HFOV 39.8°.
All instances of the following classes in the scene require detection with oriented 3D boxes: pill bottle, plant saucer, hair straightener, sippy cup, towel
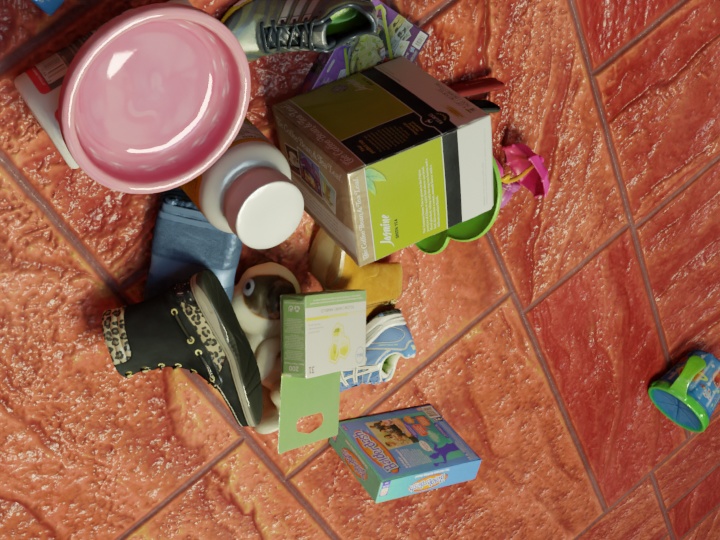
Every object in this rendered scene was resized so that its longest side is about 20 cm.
[{"bbox_3d":[-0.252,-0.205,1.052,0.199,0.111,0.111,-35,134,-11],"label":"pill bottle"},{"bbox_3d":[-0.147,-0.113,1.124,0.112,0.200,0.114,-21,134,-24],"label":"pill bottle"},{"bbox_3d":[-0.207,-0.174,0.991,0.199,0.051,0.202,-24,137,-24],"label":"plant saucer"},{"bbox_3d":[0.108,-0.209,1.358,0.198,0.041,0.078,-18,128,-26],"label":"hair straightener"},{"bbox_3d":[0.679,0.237,2.026,0.140,0.178,0.130,45,75,-2],"label":"sippy cup"},{"bbox_3d":[-0.210,0.002,1.241,0.110,0.049,0.202,13,113,-3],"label":"towel"}]

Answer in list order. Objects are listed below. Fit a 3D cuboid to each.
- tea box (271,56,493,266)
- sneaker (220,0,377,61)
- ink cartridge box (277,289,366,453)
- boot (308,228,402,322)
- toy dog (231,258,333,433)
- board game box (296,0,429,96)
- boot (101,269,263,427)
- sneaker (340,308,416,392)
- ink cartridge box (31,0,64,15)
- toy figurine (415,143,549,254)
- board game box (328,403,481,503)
[{"bbox_3d":[0.026,-0.138,1.199,0.195,0.200,0.135,-22,130,-19],"label":"tea box"},{"bbox_3d":[-0.071,-0.282,1.141,0.198,0.081,0.074,-20,129,-8],"label":"sneaker"},{"bbox_3d":[-0.048,0.128,1.290,0.145,0.048,0.202,-4,94,-58],"label":"ink cartridge box"},{"bbox_3d":[0.000,0.001,1.415,0.143,0.071,0.203,-16,133,-33],"label":"boot"},{"bbox_3d":[-0.111,0.087,1.330,0.192,0.140,0.202,-19,120,-3],"label":"toy dog"},{"bbox_3d":[-0.008,-0.241,1.263,0.120,0.032,0.201,21,106,-46],"label":"board game box"},{"bbox_3d":[-0.216,0.112,1.224,0.152,0.074,0.205,-17,105,11],"label":"boot"},{"bbox_3d":[0.000,0.142,1.466,0.200,0.077,0.075,-43,160,28],"label":"sneaker"},{"bbox_3d":[-0.288,-0.370,0.932,0.200,0.084,0.145,-47,135,2],"label":"ink cartridge box"},{"bbox_3d":[0.188,-0.113,1.439,0.183,0.151,0.200,-12,149,-41],"label":"toy figurine"},{"bbox_3d":[0.071,0.290,1.597,0.198,0.152,0.045,-4,123,-33],"label":"board game box"}]
